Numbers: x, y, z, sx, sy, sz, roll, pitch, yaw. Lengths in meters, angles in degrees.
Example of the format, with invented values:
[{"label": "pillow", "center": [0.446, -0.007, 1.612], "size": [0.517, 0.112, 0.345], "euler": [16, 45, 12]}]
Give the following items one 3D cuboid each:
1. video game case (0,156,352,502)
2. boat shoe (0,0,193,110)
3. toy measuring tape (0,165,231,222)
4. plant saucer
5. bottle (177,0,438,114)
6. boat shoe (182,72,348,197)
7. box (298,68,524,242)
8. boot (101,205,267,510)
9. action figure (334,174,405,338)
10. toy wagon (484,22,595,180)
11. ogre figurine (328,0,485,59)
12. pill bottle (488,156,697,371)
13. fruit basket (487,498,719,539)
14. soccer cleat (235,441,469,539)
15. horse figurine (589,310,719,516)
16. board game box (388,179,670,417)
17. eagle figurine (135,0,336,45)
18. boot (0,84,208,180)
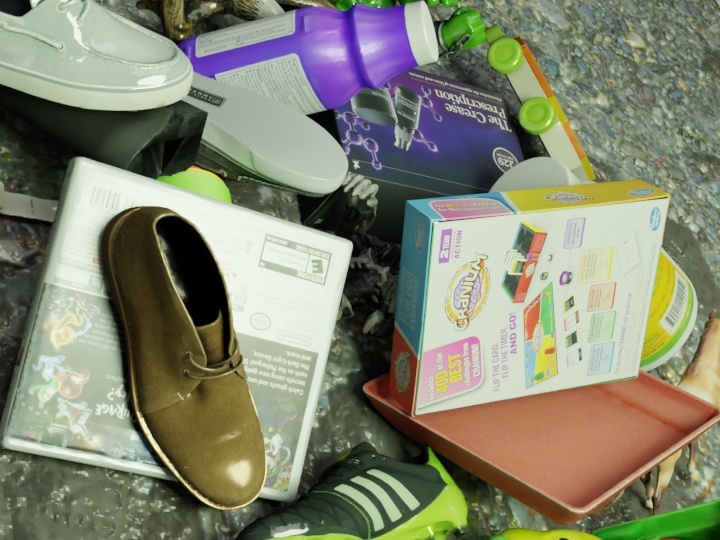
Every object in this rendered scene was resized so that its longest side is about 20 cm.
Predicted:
[{"label": "video game case", "center": [-0.113, 0.043, 0.784], "size": [0.200, 0.023, 0.182], "euler": [17, 81, -27]}, {"label": "boat shoe", "center": [-0.201, -0.156, 0.768], "size": [0.200, 0.072, 0.070], "euler": [12, 41, -14]}, {"label": "toy measuring tape", "center": [-0.157, -0.048, 0.852], "size": [0.200, 0.074, 0.074], "euler": [13, 51, -30]}, {"label": "plant saucer", "center": [0.136, 0.111, 0.912], "size": [0.199, 0.037, 0.200], "euler": [26, 33, 36]}, {"label": "bottle", "center": [-0.042, -0.161, 0.938], "size": [0.084, 0.200, 0.065], "euler": [57, 25, -55]}, {"label": "boat shoe", "center": [-0.103, -0.099, 0.899], "size": [0.200, 0.057, 0.069], "euler": [26, 43, 8]}, {"label": "box", "center": [0.042, -0.099, 1.041], "size": [0.200, 0.079, 0.141], "euler": [9, 55, -32]}, {"label": "boot", "center": [-0.099, 0.057, 0.736], "size": [0.074, 0.075, 0.200], "euler": [-24, 102, -28]}, {"label": "action figure", "center": [0.000, 0.000, 0.913], "size": [0.200, 0.102, 0.119], "euler": [-14, 60, -41]}, {"label": "toy wagon", "center": [0.159, -0.164, 1.148], "size": [0.200, 0.040, 0.155], "euler": [67, 10, 23]}, {"label": "ogre figurine", "center": [0.018, -0.257, 1.114], "size": [0.200, 0.120, 0.098], "euler": [35, 47, -8]}, {"label": "pill bottle", "center": [0.186, -0.005, 1.005], "size": [0.200, 0.111, 0.111], "euler": [40, 37, -39]}, {"label": "fruit basket", "center": [0.180, 0.241, 0.842], "size": [0.215, 0.155, 0.216], "euler": [28, 50, -40]}, {"label": "soccer cleat", "center": [-0.011, 0.159, 0.811], "size": [0.200, 0.068, 0.081], "euler": [2, 51, -45]}, {"label": "horse figurine", "center": [0.259, 0.132, 0.997], "size": [0.200, 0.050, 0.133], "euler": [-27, 118, -36]}, {"label": "board game box", "center": [0.123, 0.017, 0.887], "size": [0.200, 0.153, 0.040], "euler": [-6, 25, -25]}, {"label": "eagle figurine", "center": [-0.082, -0.242, 1.006], "size": [0.200, 0.152, 0.151], "euler": [-29, 101, -30]}, {"label": "boot", "center": [-0.225, -0.110, 0.813], "size": [0.200, 0.066, 0.165], "euler": [34, 43, 11]}]
